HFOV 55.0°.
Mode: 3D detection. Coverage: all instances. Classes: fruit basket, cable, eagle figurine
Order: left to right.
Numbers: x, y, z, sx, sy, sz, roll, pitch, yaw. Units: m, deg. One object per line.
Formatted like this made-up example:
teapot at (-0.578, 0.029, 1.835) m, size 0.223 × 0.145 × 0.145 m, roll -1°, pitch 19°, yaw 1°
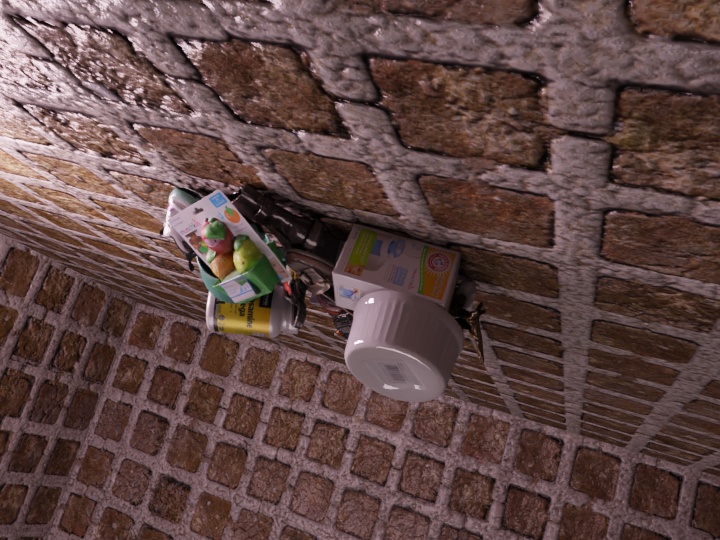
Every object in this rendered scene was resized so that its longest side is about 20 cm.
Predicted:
fruit basket at (-0.236, -0.035, 1.225) m, size 0.183 × 0.095 × 0.200 m, roll -17°, pitch 125°, yaw 44°
cable at (-0.130, 0.046, 1.302) m, size 0.049 × 0.202 × 0.098 m, roll 25°, pitch 123°, yaw -15°
eagle figurine at (0.125, 0.093, 1.274) m, size 0.195 × 0.156 × 0.150 m, roll 1°, pitch 178°, yaw 21°

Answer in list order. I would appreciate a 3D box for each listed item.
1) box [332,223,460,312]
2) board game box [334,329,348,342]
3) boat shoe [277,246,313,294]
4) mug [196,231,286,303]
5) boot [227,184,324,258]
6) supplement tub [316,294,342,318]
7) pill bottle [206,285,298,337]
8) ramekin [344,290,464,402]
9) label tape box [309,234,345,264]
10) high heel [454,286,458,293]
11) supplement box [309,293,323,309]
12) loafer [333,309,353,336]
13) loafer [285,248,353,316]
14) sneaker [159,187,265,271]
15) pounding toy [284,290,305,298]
box at (0.063, 0.015, 1.186) m, size 0.196 × 0.114 × 0.102 m, roll 16°, pitch 147°, yaw 12°
board game box at (0.063, 0.158, 1.519) m, size 0.195 × 0.027 × 0.199 m, roll 10°, pitch -179°, yaw -21°
boat shoe at (-0.132, -0.007, 1.541) m, size 0.093 × 0.075 × 0.199 m, roll 50°, pitch -162°, yaw 25°
mug at (-0.240, -0.003, 1.414) m, size 0.183 × 0.153 × 0.115 m, roll 30°, pitch 151°, yaw 16°
boot at (-0.162, -0.092, 1.251) m, size 0.172 × 0.070 × 0.200 m, roll 28°, pitch 161°, yaw -13°
supplement tub at (-0.040, 0.053, 1.530) m, size 0.105 × 0.109 × 0.200 m, roll 14°, pitch 166°, yaw 16°
pill bottle at (-0.227, 0.084, 1.500) m, size 0.195 × 0.115 × 0.113 m, roll 6°, pitch 167°, yaw -2°
ramekin at (0.067, 0.134, 1.155) m, size 0.196 × 0.099 × 0.202 m, roll 16°, pitch 145°, yaw 11°
label tape box at (0.000, 0.000, 1.361) m, size 0.195 × 0.065 × 0.144 m, roll 15°, pitch 166°, yaw 2°
high heel at (0.121, 0.065, 1.414) m, size 0.139 × 0.073 × 0.200 m, roll 15°, pitch 151°, yaw -14°
supplement box at (-0.023, 0.095, 1.772) m, size 0.107 × 0.062 × 0.199 m, roll 6°, pitch 161°, yaw 45°
loafer at (0.029, 0.080, 1.394) m, size 0.197 × 0.071 × 0.074 m, roll -8°, pitch 122°, yaw 40°
loafer at (-0.057, 0.026, 1.265) m, size 0.198 × 0.064 × 0.071 m, roll 28°, pitch 160°, yaw -33°
sneaker at (-0.289, -0.058, 1.328) m, size 0.196 × 0.143 × 0.078 m, roll 24°, pitch -171°, yaw 3°
pounding toy at (-0.252, 0.016, 1.653) m, size 0.182 × 0.145 × 0.198 m, roll 26°, pitch 147°, yaw -32°
